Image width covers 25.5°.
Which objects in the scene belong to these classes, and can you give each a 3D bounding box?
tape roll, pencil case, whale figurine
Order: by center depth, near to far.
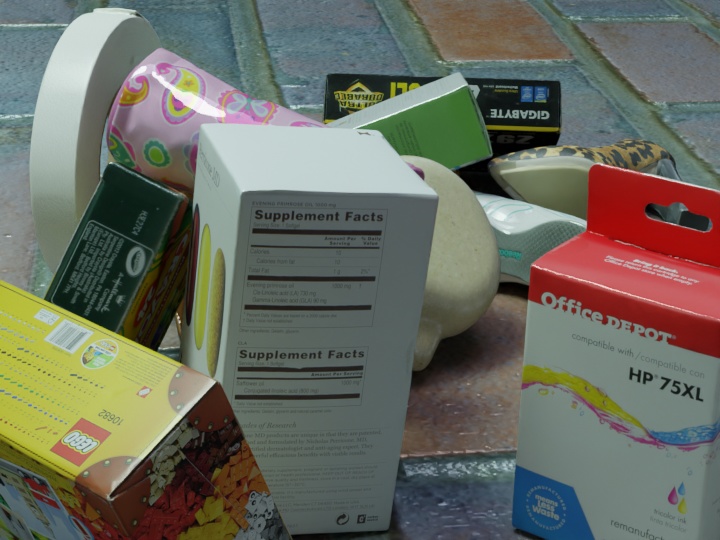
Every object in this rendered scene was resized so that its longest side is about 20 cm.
[{"bbox_3d":[-0.059,-0.063,0.992,0.199,0.088,0.087,27,29,12],"label":"pencil case"},{"bbox_3d":[0.000,0.000,1.082,0.199,0.160,0.104,-17,-12,-38],"label":"whale figurine"},{"bbox_3d":[-0.187,-0.088,1.171,0.037,0.205,0.203,6,23,12],"label":"tape roll"}]

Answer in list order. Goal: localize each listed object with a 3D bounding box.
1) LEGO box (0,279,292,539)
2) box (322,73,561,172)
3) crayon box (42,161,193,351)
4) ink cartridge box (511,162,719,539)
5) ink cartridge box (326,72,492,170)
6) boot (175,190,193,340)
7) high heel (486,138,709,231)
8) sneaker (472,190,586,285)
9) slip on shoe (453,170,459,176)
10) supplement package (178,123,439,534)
[{"bbox_3d":[-0.137,0.098,0.785,0.199,0.150,0.077,20,53,38],"label":"LEGO box"},{"bbox_3d":[0.070,-0.125,1.375,0.197,0.050,0.160,2,-11,2],"label":"box"},{"bbox_3d":[-0.141,0.012,0.969,0.050,0.128,0.200,25,-2,2],"label":"crayon box"},{"bbox_3d":[0.150,0.056,0.851,0.115,0.202,0.067,16,27,32],"label":"ink cartridge box"},{"bbox_3d":[0.000,-0.090,1.244,0.198,0.060,0.104,-20,11,5],"label":"ink cartridge box"},{"bbox_3d":[-0.106,-0.031,1.095,0.073,0.156,0.199,-18,28,-30],"label":"boot"},{"bbox_3d":[0.183,-0.085,1.336,0.198,0.072,0.143,12,26,-18],"label":"high heel"},{"bbox_3d":[0.112,-0.021,1.219,0.199,0.071,0.080,17,11,28],"label":"sneaker"},{"bbox_3d":[-0.002,-0.082,1.346,0.198,0.062,0.074,11,26,25],"label":"slip on shoe"},{"bbox_3d":[-0.036,0.031,0.885,0.108,0.202,0.114,0,22,-18],"label":"supplement package"}]
